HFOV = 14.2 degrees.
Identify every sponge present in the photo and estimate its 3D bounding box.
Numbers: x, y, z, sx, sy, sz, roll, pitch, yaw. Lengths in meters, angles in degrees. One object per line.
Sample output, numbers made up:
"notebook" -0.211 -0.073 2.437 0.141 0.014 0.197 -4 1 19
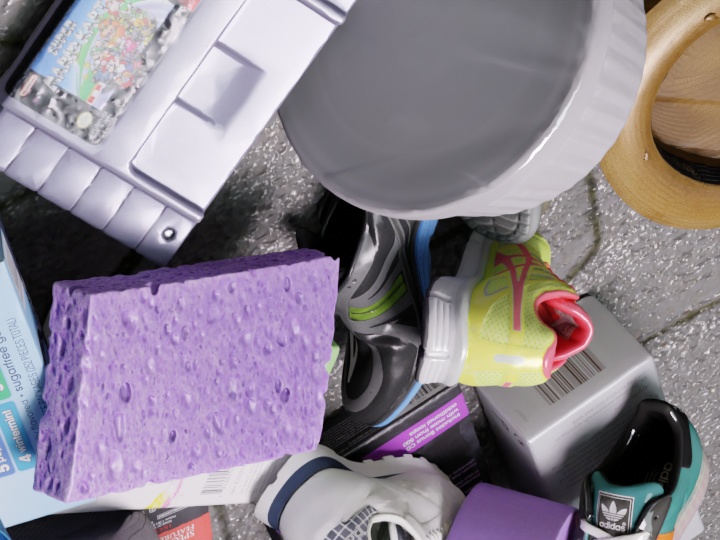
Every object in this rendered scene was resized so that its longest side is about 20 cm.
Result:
"sponge" -0.089 0.053 1.538 0.199 0.030 0.112 -9 109 -50

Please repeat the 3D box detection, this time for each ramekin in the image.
"ramekin" 0.059 -0.120 1.514 0.203 0.202 0.094 -53 148 14

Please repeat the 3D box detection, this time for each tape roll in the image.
"tape roll" 0.079 0.236 1.788 0.200 0.065 0.201 14 90 -77

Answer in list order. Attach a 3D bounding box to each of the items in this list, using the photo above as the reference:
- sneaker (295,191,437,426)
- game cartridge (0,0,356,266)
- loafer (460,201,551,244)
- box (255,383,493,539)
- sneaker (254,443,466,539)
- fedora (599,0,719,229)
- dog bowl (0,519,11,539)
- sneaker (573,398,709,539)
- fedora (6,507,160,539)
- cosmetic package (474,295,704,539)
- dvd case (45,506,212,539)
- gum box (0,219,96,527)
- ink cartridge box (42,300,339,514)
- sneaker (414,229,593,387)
"sneaker" 0.000 0.000 1.665 0.082 0.071 0.201 -14 126 -23
"game cartridge" -0.097 -0.112 1.485 0.129 0.038 0.200 29 105 -27
"loafer" 0.089 -0.113 1.642 0.070 0.075 0.201 -47 150 -46
"box" 0.018 0.159 1.835 0.143 0.036 0.200 -32 140 -10
"sneaker" 0.016 0.158 1.732 0.200 0.080 0.077 10 113 -58
"fedora" 0.212 -0.120 1.708 0.200 0.082 0.201 -16 131 -19
"dog bowl" -0.249 0.167 1.503 0.111 0.050 0.200 4 137 -25
"sneaker" 0.154 0.169 1.764 0.201 0.071 0.080 -68 151 -25
"fedora" -0.162 0.189 1.619 0.200 0.176 0.091 -26 112 -48
"cosmetic package" 0.149 0.120 1.875 0.101 0.074 0.200 -32 140 -11
"dvd case" -0.153 0.211 1.762 0.145 0.022 0.201 -24 135 -19
"gum box" -0.255 0.075 1.492 0.199 0.045 0.171 -16 128 0
"ink cartridge box" -0.125 0.071 1.628 0.199 0.067 0.118 0 126 -38
"sneaker" 0.093 0.027 1.680 0.200 0.090 0.079 -53 150 -66
